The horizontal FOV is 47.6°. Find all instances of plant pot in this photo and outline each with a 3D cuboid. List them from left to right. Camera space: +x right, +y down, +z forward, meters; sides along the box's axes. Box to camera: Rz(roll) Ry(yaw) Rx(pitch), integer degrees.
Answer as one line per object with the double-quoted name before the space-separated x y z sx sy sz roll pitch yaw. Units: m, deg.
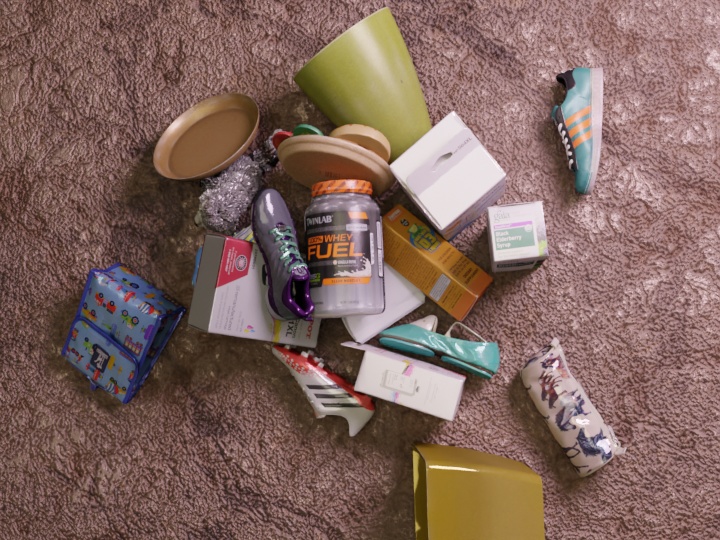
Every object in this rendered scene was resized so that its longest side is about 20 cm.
"plant pot" -0.251 -0.217 1.355 0.197 0.028 0.202 -15 47 17
"plant pot" 0.025 -0.275 1.298 0.186 0.187 0.201 -35 97 6
"plant pot" 0.175 0.369 1.222 0.173 0.200 0.204 -2 86 -1

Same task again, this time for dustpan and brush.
"dustpan and brush" 0.000 0.000 1.341 0.138 0.057 0.202 -32 89 -4

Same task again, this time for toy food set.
"toy food set" -0.040 -0.171 1.282 0.195 0.200 0.049 9 73 15

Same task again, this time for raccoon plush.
"raccoon plush" -0.195 -0.146 1.316 0.096 0.134 0.201 33 103 -22

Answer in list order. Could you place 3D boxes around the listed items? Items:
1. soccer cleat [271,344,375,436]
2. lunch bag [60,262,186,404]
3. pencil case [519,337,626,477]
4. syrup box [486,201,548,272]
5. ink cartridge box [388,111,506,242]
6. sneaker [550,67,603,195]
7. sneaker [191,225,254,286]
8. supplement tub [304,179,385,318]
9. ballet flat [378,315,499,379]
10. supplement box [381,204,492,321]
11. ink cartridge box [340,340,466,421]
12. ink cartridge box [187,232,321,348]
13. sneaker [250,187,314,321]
"soccer cleat" -0.069 0.192 1.330 0.198 0.069 0.086 31 92 6
"lunch bag" -0.416 0.115 1.393 0.149 0.094 0.202 31 104 9
"pencil case" 0.322 0.209 1.255 0.089 0.078 0.202 -34 81 27
"syrup box" 0.232 -0.046 1.223 0.077 0.200 0.083 -7 85 8
"ink cartridge box" 0.135 -0.138 1.245 0.128 0.200 0.126 -41 81 5
"sneaker" 0.339 -0.219 1.286 0.078 0.071 0.204 2 82 14
"sneaker" -0.217 -0.035 1.363 0.104 0.076 0.202 32 93 10
"supplement tub" -0.025 -0.031 1.251 0.120 0.122 0.204 -4 85 9
"ballet flat" 0.129 0.112 1.306 0.197 0.067 0.071 17 74 7
"supplement box" 0.108 -0.014 1.301 0.199 0.066 0.069 37 133 11
"ink cartridge box" 0.062 0.170 1.283 0.197 0.116 0.069 17 90 11
"ink cartridge box" -0.155 0.033 1.285 0.082 0.198 0.148 9 88 54
"sneaker" -0.105 -0.024 1.210 0.087 0.074 0.204 2 106 52
